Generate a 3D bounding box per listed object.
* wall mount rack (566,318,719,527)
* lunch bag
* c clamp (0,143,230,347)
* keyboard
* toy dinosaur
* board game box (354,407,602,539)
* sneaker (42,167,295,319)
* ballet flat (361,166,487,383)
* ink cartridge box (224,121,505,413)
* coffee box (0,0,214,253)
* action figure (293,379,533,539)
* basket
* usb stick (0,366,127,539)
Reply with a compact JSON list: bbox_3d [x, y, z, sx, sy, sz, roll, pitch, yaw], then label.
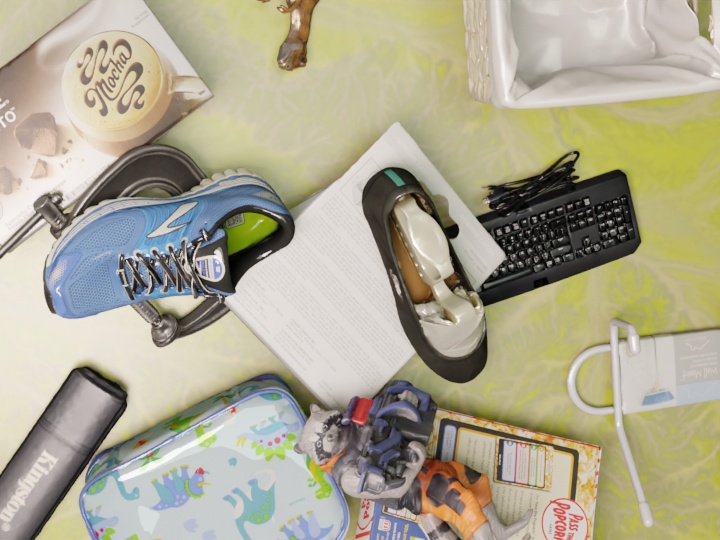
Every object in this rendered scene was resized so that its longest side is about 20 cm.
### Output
[{"bbox_3d":[0.289,0.123,0.990,0.198,0.075,0.176,-7,98,-9],"label":"wall mount rack"},{"bbox_3d":[-0.118,0.194,0.920,0.199,0.082,0.162,-28,99,-6],"label":"lunch bag"},{"bbox_3d":[-0.174,-0.009,0.881,0.171,0.027,0.200,-49,130,-5],"label":"c clamp"},{"bbox_3d":[0.147,-0.033,0.967,0.198,0.040,0.105,-20,100,-9],"label":"keyboard"},{"bbox_3d":[-0.032,-0.263,0.912,0.106,0.060,0.201,27,96,-36],"label":"toy dinosaur"},{"bbox_3d":[0.100,0.205,0.950,0.198,0.046,0.153,15,69,-11],"label":"board game box"},{"bbox_3d":[-0.137,-0.016,0.827,0.199,0.089,0.079,-25,124,-23],"label":"sneaker"},{"bbox_3d":[0.057,0.013,0.890,0.068,0.068,0.201,-32,110,-12],"label":"ballet flat"},{"bbox_3d":[0.000,0.000,0.931,0.200,0.050,0.162,-46,112,-9],"label":"ink cartridge box"},{"bbox_3d":[-0.227,-0.120,0.869,0.199,0.080,0.113,-37,103,-5],"label":"coffee box"},{"bbox_3d":[0.033,0.168,0.849,0.192,0.200,0.105,30,107,9],"label":"action figure"},{"bbox_3d":[0.186,-0.204,0.914,0.198,0.123,0.137,-6,97,-9],"label":"basket"},{"bbox_3d":[-0.264,0.170,0.917,0.055,0.033,0.201,35,89,-12],"label":"usb stick"}]
